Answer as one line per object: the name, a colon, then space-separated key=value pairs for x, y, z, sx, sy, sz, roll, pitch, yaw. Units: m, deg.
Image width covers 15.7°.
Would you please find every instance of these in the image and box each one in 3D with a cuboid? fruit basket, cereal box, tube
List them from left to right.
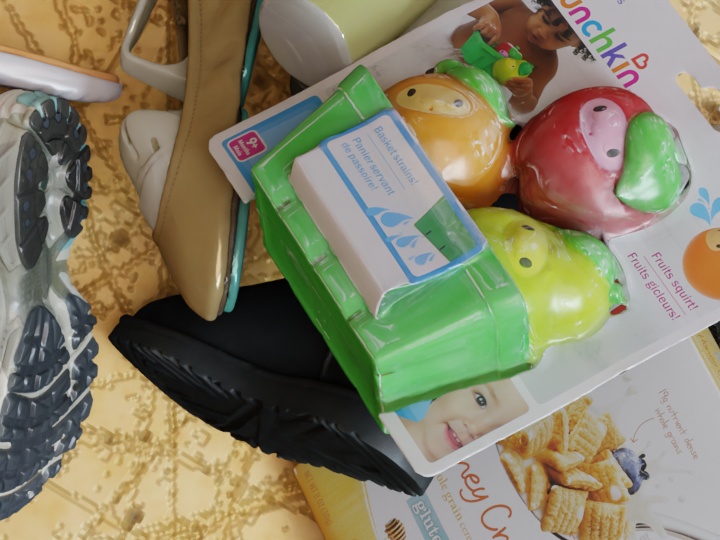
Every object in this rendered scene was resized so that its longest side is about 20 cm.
tube: x=0.033 y=-0.156 z=1.148 sx=0.058 sy=0.052 sz=0.200 roll=51 pitch=57 yaw=-10
fruit basket: x=0.064 y=-0.035 z=1.036 sx=0.199 sy=0.094 sz=0.186 roll=-30 pitch=61 yaw=-6
cereal box: x=0.080 y=0.098 z=1.151 sx=0.200 sy=0.039 sz=0.145 roll=-36 pitch=67 yaw=21

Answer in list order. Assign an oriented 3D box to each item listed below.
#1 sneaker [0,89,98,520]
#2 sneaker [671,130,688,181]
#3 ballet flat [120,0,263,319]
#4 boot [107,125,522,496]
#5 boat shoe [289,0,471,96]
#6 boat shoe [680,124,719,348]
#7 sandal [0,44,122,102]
sneaker: x=-0.169 y=0.013 z=1.162 sx=0.086 sy=0.077 sz=0.202 roll=14 pitch=109 yaw=26
sneaker: x=0.064 y=-0.019 z=1.207 sx=0.200 sy=0.074 sz=0.082 roll=-42 pitch=65 yaw=1
ballet flat: x=-0.076 y=-0.070 z=1.134 sx=0.062 sy=0.069 sz=0.201 roll=9 pitch=58 yaw=-7
boot: x=0.000 y=0.000 z=1.150 sx=0.076 sy=0.199 sz=0.169 roll=48 pitch=67 yaw=-40
boat shoe: x=0.054 y=-0.119 z=1.191 sx=0.201 sy=0.060 sz=0.072 roll=-25 pitch=59 yaw=-22
boat shoe: x=0.163 y=0.026 z=1.200 sx=0.072 sy=0.071 sz=0.201 roll=26 pitch=75 yaw=-29
sandal: x=-0.200 y=-0.121 z=1.140 sx=0.205 sy=0.079 sz=0.060 roll=12 pitch=90 yaw=-20
